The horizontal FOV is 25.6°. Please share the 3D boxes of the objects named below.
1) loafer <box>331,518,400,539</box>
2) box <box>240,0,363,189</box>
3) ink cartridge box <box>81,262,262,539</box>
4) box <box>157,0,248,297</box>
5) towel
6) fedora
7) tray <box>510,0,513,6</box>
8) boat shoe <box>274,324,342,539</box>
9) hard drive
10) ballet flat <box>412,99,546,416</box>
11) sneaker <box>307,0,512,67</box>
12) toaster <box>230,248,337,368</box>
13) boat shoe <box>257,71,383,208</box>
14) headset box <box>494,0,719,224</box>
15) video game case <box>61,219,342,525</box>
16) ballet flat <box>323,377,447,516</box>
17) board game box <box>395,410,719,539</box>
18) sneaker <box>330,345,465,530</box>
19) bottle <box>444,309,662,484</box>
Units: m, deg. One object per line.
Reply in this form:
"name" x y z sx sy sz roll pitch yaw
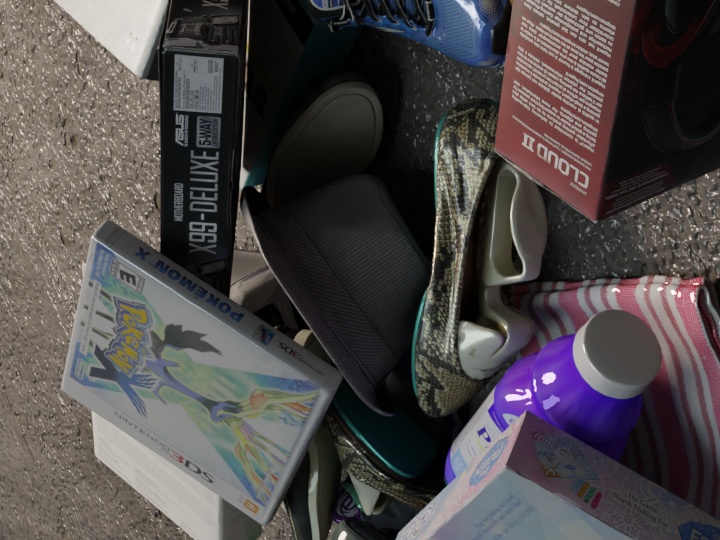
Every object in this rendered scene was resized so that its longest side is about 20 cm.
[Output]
"loafer" 0.025 0.216 1.092 0.072 0.200 0.063 31 90 32
"box" -0.060 -0.148 1.119 0.083 0.049 0.200 58 148 17
"ink cartridge box" -0.143 0.101 1.202 0.160 0.050 0.202 33 135 33
"box" -0.101 -0.102 1.039 0.159 0.049 0.201 -91 5 -49
"towel" 0.154 0.077 0.943 0.199 0.030 0.148 -3 105 59
"fedora" 0.000 0.000 1.039 0.178 0.090 0.200 55 180 -3
"tray" 0.117 -0.160 0.841 0.098 0.037 0.202 -4 106 59
"boat shoe" -0.051 0.120 1.138 0.067 0.072 0.201 4 130 16
"hard drive" -0.148 -0.257 1.134 0.139 0.033 0.201 42 117 38
"ballet flat" 0.074 0.001 0.949 0.075 0.067 0.202 19 110 41
"sneaker" 0.016 -0.165 0.948 0.200 0.089 0.079 34 137 44
"toaster" -0.080 0.062 1.229 0.129 0.113 0.202 2 112 54
"boat shoe" -0.038 -0.083 1.106 0.200 0.072 0.063 117 145 -55
"headset box" 0.144 -0.124 0.709 0.075 0.148 0.202 40 139 38
"video game case" -0.114 0.075 1.063 0.181 0.022 0.201 33 143 6
"ballet flat" 0.045 0.150 1.071 0.199 0.068 0.076 29 118 15
"board game box" 0.134 0.183 0.929 0.198 0.044 0.200 29 145 -5
"sneaker" 0.021 0.142 1.140 0.074 0.087 0.202 36 138 42
"bottle" 0.113 0.091 0.924 0.084 0.065 0.200 44 147 10
